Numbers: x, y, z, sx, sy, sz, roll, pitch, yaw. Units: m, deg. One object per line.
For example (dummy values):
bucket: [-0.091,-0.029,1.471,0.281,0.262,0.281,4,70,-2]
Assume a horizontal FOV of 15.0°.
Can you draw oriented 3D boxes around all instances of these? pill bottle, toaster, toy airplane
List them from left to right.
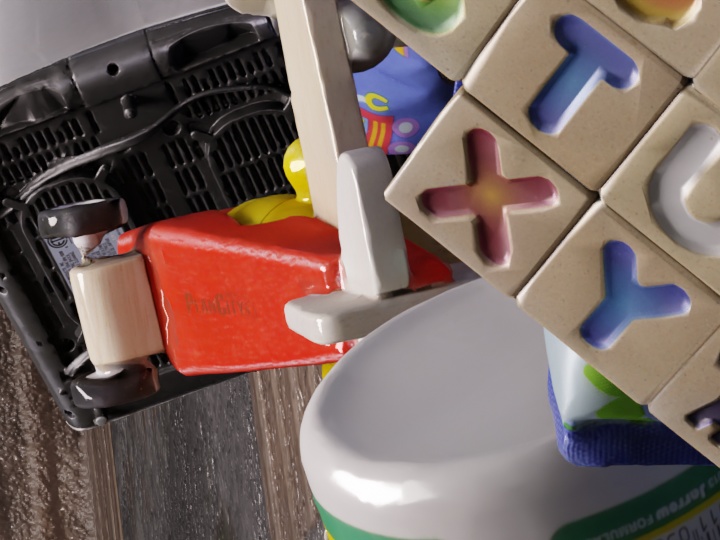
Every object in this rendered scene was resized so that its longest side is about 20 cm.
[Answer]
toaster: [-0.081,-0.053,1.143,0.119,0.181,0.200,-104,-8,-51]
toy airplane: [0.000,0.000,0.912,0.199,0.141,0.200,52,138,28]
pill bottle: [0.066,0.106,0.662,0.113,0.113,0.200,-124,13,-68]

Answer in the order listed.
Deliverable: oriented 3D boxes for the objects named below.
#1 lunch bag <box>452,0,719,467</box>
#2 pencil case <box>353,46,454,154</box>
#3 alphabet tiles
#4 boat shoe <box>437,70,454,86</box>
lunch bag: [0.089,-0.080,0.588,0.200,0.127,0.170,-88,3,-54]
pencil case: [0.009,-0.121,0.973,0.078,0.087,0.200,-52,-19,-24]
alphabet tiles: [0.087,-0.044,0.468,0.200,0.166,0.006,-53,-4,41]
boat shoe: [0.059,-0.139,0.851,0.067,0.057,0.200,-108,17,-55]
